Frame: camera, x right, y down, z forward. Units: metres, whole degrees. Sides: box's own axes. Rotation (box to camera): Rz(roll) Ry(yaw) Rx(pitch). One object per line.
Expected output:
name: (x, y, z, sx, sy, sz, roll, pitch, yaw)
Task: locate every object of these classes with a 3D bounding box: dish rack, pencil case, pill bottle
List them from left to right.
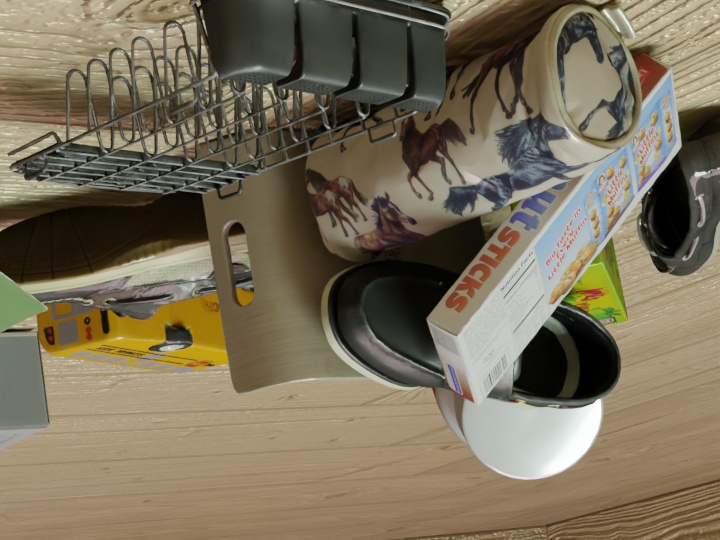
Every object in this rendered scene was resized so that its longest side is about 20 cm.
dish rack: (-0.069, -0.082, 0.947, 0.200, 0.055, 0.153, -19, 163, 42)
pencil case: (0.058, -0.072, 1.024, 0.078, 0.090, 0.200, 34, 142, -30)
pill bottle: (0.103, 0.063, 1.372, 0.113, 0.114, 0.200, -9, -162, -2)

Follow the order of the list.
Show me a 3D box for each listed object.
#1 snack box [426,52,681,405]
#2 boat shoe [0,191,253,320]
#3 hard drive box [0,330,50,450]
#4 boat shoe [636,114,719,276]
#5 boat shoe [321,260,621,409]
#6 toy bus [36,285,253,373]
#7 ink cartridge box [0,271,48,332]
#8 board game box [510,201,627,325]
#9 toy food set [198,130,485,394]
snack box: (0.108, -0.023, 1.049, 0.024, 0.200, 0.072, 28, 157, 30)
boat shoe: (-0.135, -0.001, 1.159, 0.199, 0.073, 0.065, -10, 128, 2)
hard drive box: (-0.358, 0.103, 1.467, 0.199, 0.077, 0.156, 0, 164, -35)
boat shoe: (0.206, -0.045, 1.266, 0.057, 0.067, 0.200, -17, 163, -13)
boat shoe: (0.065, 0.035, 1.097, 0.201, 0.074, 0.063, 17, 161, -39)
toy bus: (-0.134, 0.032, 1.352, 0.078, 0.065, 0.200, -15, 166, 25)
ink cartridge box: (-0.289, 0.024, 1.097, 0.145, 0.048, 0.200, 39, 143, -26)
board game box: (0.126, -0.029, 1.199, 0.047, 0.102, 0.200, -11, 167, 9)
toy food set: (0.000, 0.000, 1.140, 0.200, 0.144, 0.060, 2, 163, -42)
